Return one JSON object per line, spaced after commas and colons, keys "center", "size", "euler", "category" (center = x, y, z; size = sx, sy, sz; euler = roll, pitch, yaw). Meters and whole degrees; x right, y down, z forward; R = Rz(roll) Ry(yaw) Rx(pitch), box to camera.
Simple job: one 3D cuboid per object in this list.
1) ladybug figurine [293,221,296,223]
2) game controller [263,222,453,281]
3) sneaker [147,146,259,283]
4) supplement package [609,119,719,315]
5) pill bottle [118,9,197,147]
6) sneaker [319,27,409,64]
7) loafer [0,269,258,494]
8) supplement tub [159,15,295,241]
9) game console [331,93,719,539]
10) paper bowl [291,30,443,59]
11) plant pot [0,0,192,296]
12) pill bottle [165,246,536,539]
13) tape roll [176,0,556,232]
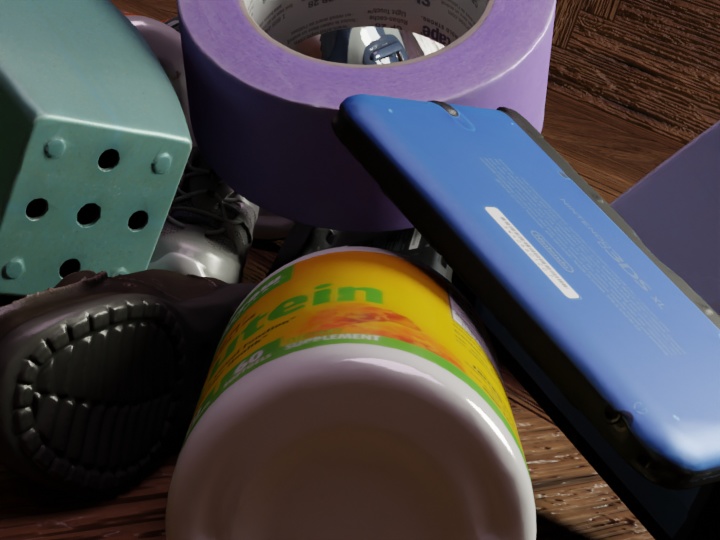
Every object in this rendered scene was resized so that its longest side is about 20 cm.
{"center": [0.025, -0.067, 0.925], "size": [0.199, 0.135, 0.072], "euler": [24, 46, -40], "category": "ladybug figurine"}
{"center": [0.000, 0.000, 0.789], "size": [0.103, 0.042, 0.200], "euler": [-6, 21, 11], "category": "game controller"}
{"center": [-0.092, -0.035, 0.833], "size": [0.074, 0.083, 0.200], "euler": [17, 13, -8], "category": "sneaker"}
{"center": [0.232, -0.007, 0.913], "size": [0.152, 0.150, 0.200], "euler": [53, 18, 4], "category": "supplement package"}
{"center": [-0.186, -0.117, 0.954], "size": [0.109, 0.111, 0.199], "euler": [8, 9, -38], "category": "pill bottle"}
{"center": [0.035, -0.099, 1.018], "size": [0.082, 0.201, 0.070], "euler": [5, 32, 46], "category": "sneaker"}
{"center": [-0.101, 0.037, 0.585], "size": [0.071, 0.074, 0.200], "euler": [13, 5, 18], "category": "loafer"}
{"center": [-0.093, -0.107, 1.037], "size": [0.122, 0.123, 0.200], "euler": [11, 16, -30], "category": "supplement tub"}
{"center": [0.073, 0.037, 0.607], "size": [0.170, 0.119, 0.200], "euler": [-1, 42, -49], "category": "game console"}
{"center": [-0.008, -0.137, 1.139], "size": [0.200, 0.202, 0.104], "euler": [27, 43, 32], "category": "paper bowl"}
{"center": [-0.182, -0.073, 0.751], "size": [0.141, 0.142, 0.200], "euler": [6, 24, -43], "category": "plant pot"}
{"center": [-0.002, 0.055, 0.529], "size": [0.110, 0.112, 0.200], "euler": [18, 13, -4], "category": "pill bottle"}
{"center": [0.004, -0.121, 0.808], "size": [0.198, 0.085, 0.201], "euler": [0, 49, 1], "category": "tape roll"}
